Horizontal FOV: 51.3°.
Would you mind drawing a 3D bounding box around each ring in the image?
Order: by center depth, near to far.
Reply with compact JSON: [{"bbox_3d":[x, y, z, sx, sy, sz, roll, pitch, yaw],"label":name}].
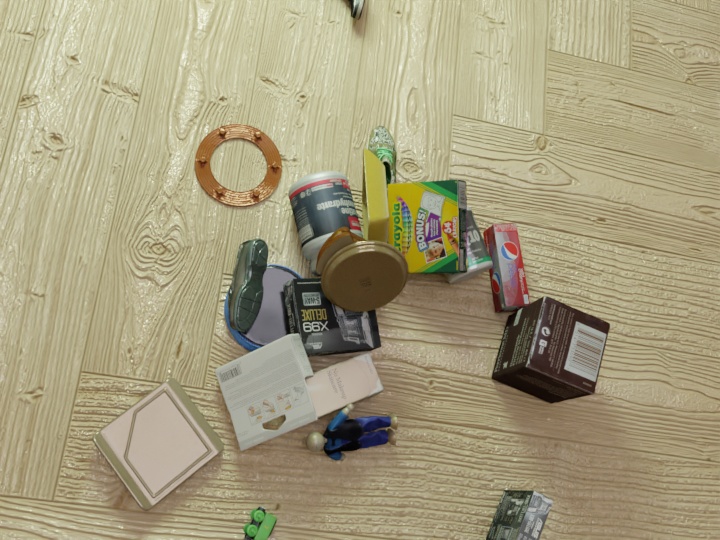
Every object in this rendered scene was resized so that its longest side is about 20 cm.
[{"bbox_3d":[-0.276,-0.243,1.702,0.198,0.019,0.203,4,73,-12],"label":"ring"}]

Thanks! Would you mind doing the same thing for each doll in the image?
[{"bbox_3d":[-0.021,0.339,1.559,0.198,0.048,0.138,-6,116,-22],"label":"doll"}]

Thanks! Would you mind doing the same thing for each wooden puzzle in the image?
[{"bbox_3d":[-0.403,0.346,1.503,0.199,0.037,0.186,-36,85,-24],"label":"wooden puzzle"}]

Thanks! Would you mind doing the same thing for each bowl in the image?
[{"bbox_3d":[-0.194,0.081,1.621,0.198,0.039,0.203,3,74,-12],"label":"bowl"}]

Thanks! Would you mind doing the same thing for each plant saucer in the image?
[{"bbox_3d":[0.032,-0.128,1.623,0.048,0.201,0.202,-2,59,-2],"label":"plant saucer"}]

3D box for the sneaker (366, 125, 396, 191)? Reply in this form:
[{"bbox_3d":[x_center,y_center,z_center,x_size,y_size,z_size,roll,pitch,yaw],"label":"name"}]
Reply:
[{"bbox_3d":[0.059,-0.251,1.746,0.076,0.089,0.203,1,74,-13],"label":"sneaker"}]

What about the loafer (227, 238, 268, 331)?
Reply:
[{"bbox_3d":[-0.244,0.031,1.579,0.072,0.062,0.202,31,64,-48],"label":"loafer"}]

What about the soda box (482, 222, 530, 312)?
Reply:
[{"bbox_3d":[0.341,-0.007,1.755,0.063,0.070,0.203,-3,76,-13],"label":"soda box"}]

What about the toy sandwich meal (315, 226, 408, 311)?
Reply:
[{"bbox_3d":[0.000,0.000,1.549,0.203,0.207,0.071,1,39,-13],"label":"toy sandwich meal"}]

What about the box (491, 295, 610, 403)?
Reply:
[{"bbox_3d":[0.416,0.180,1.652,0.163,0.200,0.167,22,71,-6],"label":"box"}]

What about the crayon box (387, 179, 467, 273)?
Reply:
[{"bbox_3d":[0.148,-0.095,1.664,0.171,0.058,0.203,-1,90,29],"label":"crayon box"}]

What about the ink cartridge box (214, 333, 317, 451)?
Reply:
[{"bbox_3d":[-0.184,0.246,1.514,0.199,0.045,0.178,-25,78,22],"label":"ink cartridge box"}]

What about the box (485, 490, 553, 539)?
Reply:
[{"bbox_3d":[0.310,0.555,1.546,0.049,0.158,0.201,29,70,-4],"label":"box"}]

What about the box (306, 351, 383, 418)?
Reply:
[{"bbox_3d":[-0.061,0.252,1.584,0.198,0.078,0.096,-21,79,-18],"label":"box"}]

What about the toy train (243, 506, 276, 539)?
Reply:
[{"bbox_3d":[-0.227,0.568,1.479,0.056,0.042,0.202,31,70,-15],"label":"toy train"}]

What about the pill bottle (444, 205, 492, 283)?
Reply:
[{"bbox_3d":[0.218,-0.081,1.724,0.112,0.113,0.202,-18,79,-17],"label":"pill bottle"}]

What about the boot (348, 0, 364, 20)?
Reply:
[{"bbox_3d":[-0.061,-0.717,1.855,0.149,0.073,0.202,5,70,-13],"label":"boot"}]

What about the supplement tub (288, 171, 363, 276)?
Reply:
[{"bbox_3d":[-0.072,-0.103,1.646,0.139,0.140,0.202,-12,78,-16],"label":"supplement tub"}]

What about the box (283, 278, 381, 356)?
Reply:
[{"bbox_3d":[-0.060,0.098,1.604,0.198,0.050,0.160,0,74,-33],"label":"box"}]
